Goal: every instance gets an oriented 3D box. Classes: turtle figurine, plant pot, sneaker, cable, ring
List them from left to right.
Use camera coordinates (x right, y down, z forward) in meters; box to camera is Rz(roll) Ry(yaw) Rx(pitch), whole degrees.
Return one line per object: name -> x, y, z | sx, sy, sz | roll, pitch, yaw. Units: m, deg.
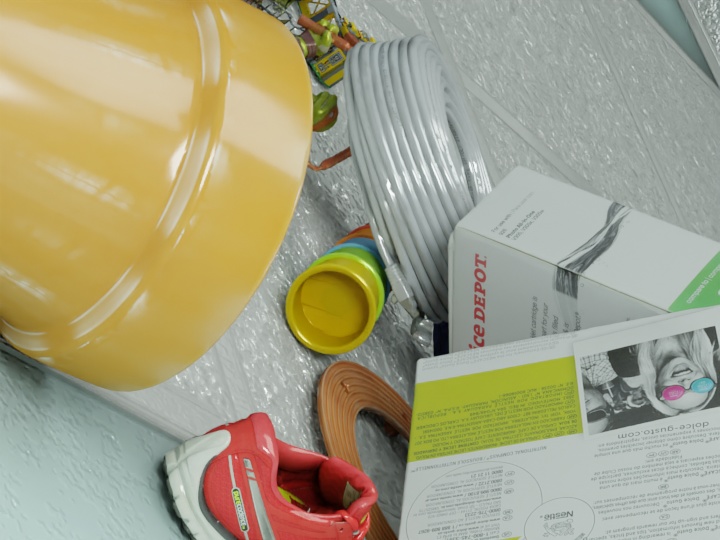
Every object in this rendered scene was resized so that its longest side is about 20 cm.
plant pot -> -0.154, -0.067, 1.129 | 0.183, 0.200, 0.201 | 25, 35, -35
turtle figurine -> -0.066, -0.152, 1.685 | 0.161, 0.064, 0.200 | 45, 30, -18
sneaker -> -0.020, 0.144, 1.291 | 0.200, 0.085, 0.077 | 43, 24, -41
ring -> 0.028, 0.148, 1.527 | 0.201, 0.019, 0.201 | 49, 20, -25
cable -> 0.046, -0.064, 1.637 | 0.200, 0.069, 0.201 | -57, 129, -76

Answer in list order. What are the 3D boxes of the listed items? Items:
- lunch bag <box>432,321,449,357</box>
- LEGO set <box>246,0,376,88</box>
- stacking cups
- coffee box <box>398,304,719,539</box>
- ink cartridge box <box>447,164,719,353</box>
lunch bag -> 0.137, 0.095, 1.704 | 0.200, 0.135, 0.133 | 53, 18, -27
LEGO set -> -0.031, -0.248, 1.845 | 0.200, 0.116, 0.154 | 43, 24, -41
stacking cups -> 0.000, 0.000, 1.620 | 0.061, 0.060, 0.200 | 57, 18, -6
coffee box -> 0.143, 0.170, 1.388 | 0.198, 0.199, 0.200 | -82, 158, -50
ink cartridge box -> 0.160, 0.039, 1.516 | 0.084, 0.199, 0.146 | -43, 146, -39
